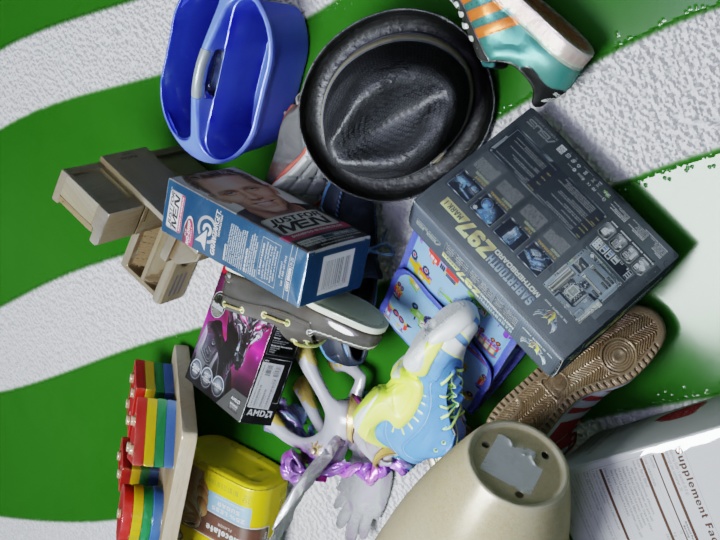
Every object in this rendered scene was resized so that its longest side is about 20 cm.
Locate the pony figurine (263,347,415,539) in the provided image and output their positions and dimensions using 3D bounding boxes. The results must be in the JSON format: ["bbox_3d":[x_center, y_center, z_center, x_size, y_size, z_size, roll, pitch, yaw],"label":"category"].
[{"bbox_3d":[-0.033,0.193,1.298,0.200,0.165,0.195,45,117,35],"label":"pony figurine"}]

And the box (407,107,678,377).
[{"bbox_3d":[0.164,-0.028,1.081,0.200,0.157,0.051,47,160,15],"label":"box"}]

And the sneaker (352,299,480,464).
[{"bbox_3d":[0.079,0.117,1.154,0.105,0.076,0.200,39,130,0],"label":"sneaker"}]

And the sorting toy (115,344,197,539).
[{"bbox_3d":[-0.249,0.221,1.417,0.199,0.069,0.203,-112,33,-61],"label":"sorting toy"}]

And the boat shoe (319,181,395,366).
[{"bbox_3d":[0.000,0.000,1.244,0.068,0.083,0.203,19,114,59],"label":"boat shoe"}]

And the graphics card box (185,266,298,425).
[{"bbox_3d":[-0.116,0.054,1.310,0.125,0.050,0.203,29,103,46],"label":"graphics card box"}]

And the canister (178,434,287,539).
[{"bbox_3d":[-0.165,0.319,1.449,0.147,0.086,0.203,21,112,29],"label":"canister"}]

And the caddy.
[{"bbox_3d":[-0.143,-0.216,1.274,0.140,0.105,0.202,28,117,25],"label":"caddy"}]

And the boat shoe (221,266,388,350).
[{"bbox_3d":[-0.059,0.042,1.197,0.199,0.071,0.061,23,106,32],"label":"boat shoe"}]

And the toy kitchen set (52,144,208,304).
[{"bbox_3d":[-0.234,-0.014,1.334,0.163,0.199,0.182,40,122,20],"label":"toy kitchen set"}]

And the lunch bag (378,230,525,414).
[{"bbox_3d":[0.104,0.037,1.195,0.151,0.094,0.201,45,136,18],"label":"lunch bag"}]

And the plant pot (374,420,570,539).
[{"bbox_3d":[0.110,0.235,1.058,0.187,0.187,0.202,37,135,21],"label":"plant pot"}]

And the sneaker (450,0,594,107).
[{"bbox_3d":[0.121,-0.235,1.105,0.200,0.071,0.080,46,119,15],"label":"sneaker"}]

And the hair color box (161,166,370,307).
[{"bbox_3d":[-0.097,-0.039,1.197,0.198,0.099,0.061,27,116,32],"label":"hair color box"}]

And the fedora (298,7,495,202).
[{"bbox_3d":[0.030,-0.150,1.136,0.197,0.092,0.204,2,107,6],"label":"fedora"}]

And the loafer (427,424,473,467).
[{"bbox_3d":[0.144,0.224,1.217,0.201,0.076,0.068,50,124,2],"label":"loafer"}]

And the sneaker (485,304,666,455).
[{"bbox_3d":[0.210,0.113,1.147,0.199,0.112,0.072,-38,68,4],"label":"sneaker"}]

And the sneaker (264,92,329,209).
[{"bbox_3d":[-0.056,-0.135,1.273,0.201,0.076,0.082,-53,45,32],"label":"sneaker"}]

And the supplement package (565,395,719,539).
[{"bbox_3d":[0.293,0.194,1.068,0.198,0.121,0.121,-24,88,36],"label":"supplement package"}]
